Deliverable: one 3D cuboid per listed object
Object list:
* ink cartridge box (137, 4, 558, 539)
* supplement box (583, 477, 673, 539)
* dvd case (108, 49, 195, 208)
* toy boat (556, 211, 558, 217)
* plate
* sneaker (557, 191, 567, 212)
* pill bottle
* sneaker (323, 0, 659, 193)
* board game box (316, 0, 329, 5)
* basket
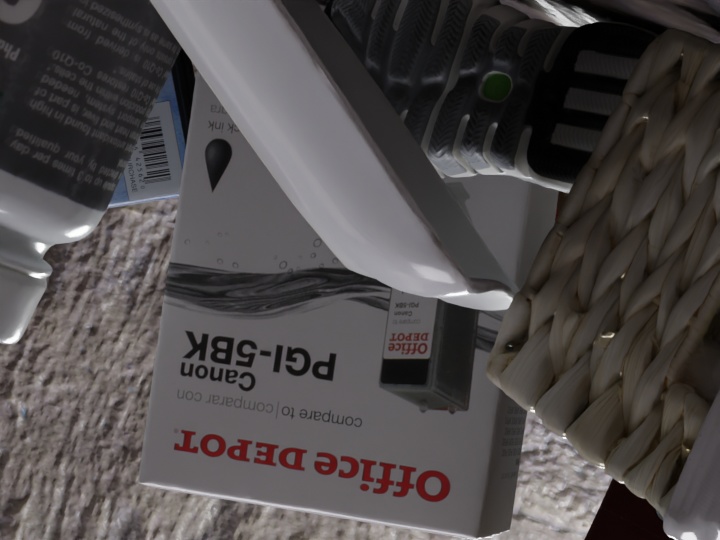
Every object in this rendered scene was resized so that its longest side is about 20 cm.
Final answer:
[{"bbox_3d":[0.000,0.000,0.902,0.145,0.202,0.083,7,178,11],"label":"ink cartridge box"},{"bbox_3d":[0.181,0.072,0.879,0.132,0.201,0.197,26,-178,11],"label":"supplement box"},{"bbox_3d":[-0.170,-0.090,0.964,0.198,0.144,0.018,-8,-171,14],"label":"dvd case"},{"bbox_3d":[0.114,-0.010,1.235,0.130,0.132,0.200,25,-176,-18],"label":"toy boat"},{"bbox_3d":[-0.025,-0.066,0.652,0.200,0.032,0.200,56,-175,7],"label":"plate"},{"bbox_3d":[0.180,-0.018,1.081,0.089,0.068,0.200,3,158,41],"label":"sneaker"},{"bbox_3d":[-0.134,-0.081,0.870,0.112,0.201,0.113,25,-179,-1],"label":"pill bottle"},{"bbox_3d":[0.072,-0.051,0.802,0.115,0.076,0.199,21,-177,-40],"label":"sneaker"},{"bbox_3d":[-0.027,-0.134,1.103,0.199,0.026,0.200,24,-178,-30],"label":"board game box"},{"bbox_3d":[0.153,0.025,0.664,0.199,0.136,0.123,24,-174,-41],"label":"basket"}]
